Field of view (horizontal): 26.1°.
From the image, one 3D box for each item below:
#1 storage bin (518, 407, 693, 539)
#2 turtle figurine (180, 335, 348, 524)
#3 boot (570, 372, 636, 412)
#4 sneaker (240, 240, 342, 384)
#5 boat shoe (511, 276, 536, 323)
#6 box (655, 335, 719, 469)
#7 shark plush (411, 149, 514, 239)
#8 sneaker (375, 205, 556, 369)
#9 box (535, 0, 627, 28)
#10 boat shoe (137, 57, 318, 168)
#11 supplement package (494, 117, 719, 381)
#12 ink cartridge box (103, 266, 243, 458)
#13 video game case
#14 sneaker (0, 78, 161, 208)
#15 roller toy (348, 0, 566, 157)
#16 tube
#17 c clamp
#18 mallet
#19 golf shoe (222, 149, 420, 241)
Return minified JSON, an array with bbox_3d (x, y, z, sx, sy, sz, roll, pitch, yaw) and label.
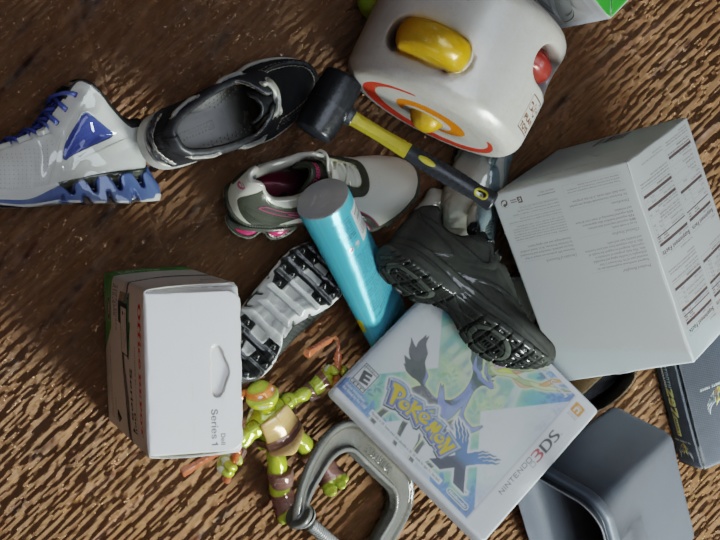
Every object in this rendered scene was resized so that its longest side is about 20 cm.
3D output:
[{"bbox_3d":[0.258,0.243,1.542,0.134,0.145,0.200,-39,130,-23],"label":"storage bin"},{"bbox_3d":[-0.082,0.161,1.455,0.200,0.064,0.162,-42,130,-27],"label":"turtle figurine"},{"bbox_3d":[0.190,0.138,1.564,0.200,0.075,0.074,-35,106,-13],"label":"boot"},{"bbox_3d":[-0.083,0.043,1.466,0.066,0.090,0.200,45,53,-4],"label":"sneaker"},{"bbox_3d":[0.113,0.090,1.540,0.200,0.074,0.060,-51,150,-26],"label":"boat shoe"},{"bbox_3d":[0.414,0.103,1.652,0.200,0.051,0.158,-19,101,-18],"label":"box"},{"bbox_3d":[0.124,-0.092,1.550,0.083,0.091,0.200,36,64,-41],"label":"shark plush"},{"bbox_3d":[0.112,0.015,1.449,0.200,0.076,0.091,40,61,-15],"label":"sneaker"},{"bbox_3d":[0.167,-0.335,1.471,0.097,0.176,0.200,-46,107,-12],"label":"box"},{"bbox_3d":[-0.108,-0.148,1.417,0.200,0.060,0.074,-23,100,-35],"label":"boat shoe"},{"bbox_3d":[0.254,-0.019,1.508,0.151,0.152,0.200,-33,106,-50],"label":"supplement package"},{"bbox_3d":[-0.168,0.076,1.364,0.084,0.200,0.147,-3,94,-18],"label":"ink cartridge box"},{"bbox_3d":[0.099,0.125,1.469,0.200,0.022,0.182,45,66,2],"label":"video game case"},{"bbox_3d":[-0.279,-0.114,1.385,0.199,0.081,0.115,-3,91,-26],"label":"sneaker"},{"bbox_3d":[0.088,-0.192,1.445,0.182,0.200,0.140,29,84,-25],"label":"roller toy"},{"bbox_3d":[0.000,0.000,1.454,0.078,0.050,0.200,-62,142,-32],"label":"tube"},{"bbox_3d":[-0.011,0.244,1.487,0.171,0.027,0.200,-53,134,-19],"label":"c clamp"},{"bbox_3d":[0.032,-0.106,1.437,0.200,0.041,0.066,38,84,-1],"label":"mallet"},{"bbox_3d":[-0.028,-0.075,1.458,0.200,0.088,0.077,-11,72,-21],"label":"golf shoe"}]
